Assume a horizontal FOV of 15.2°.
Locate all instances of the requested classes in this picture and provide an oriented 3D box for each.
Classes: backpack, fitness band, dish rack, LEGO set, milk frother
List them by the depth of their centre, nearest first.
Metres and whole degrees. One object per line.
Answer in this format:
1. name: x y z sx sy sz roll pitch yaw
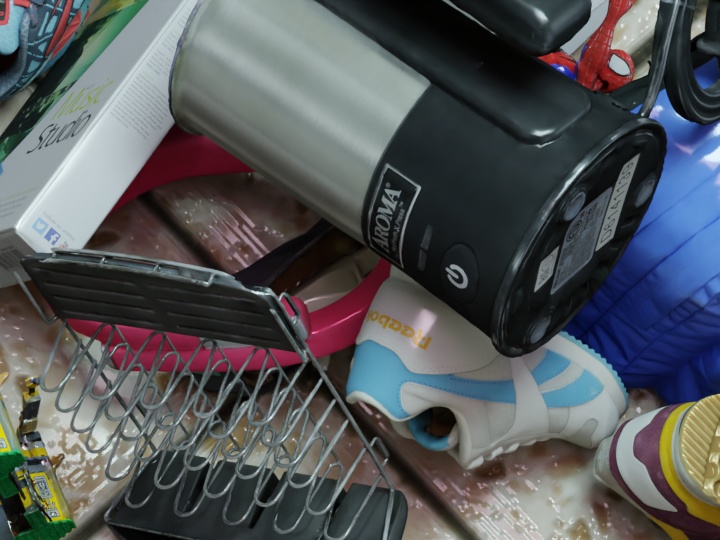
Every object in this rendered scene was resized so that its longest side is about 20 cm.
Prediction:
1. milk frother: 0.057 -0.097 1.174 0.188 0.181 0.200 36 34 21
2. dish rack: -0.071 0.065 1.208 0.153 0.200 0.055 6 56 28
3. LEGO set: -0.216 0.072 1.216 0.153 0.200 0.116 -25 72 4
4. fitness band: -0.060 -0.016 1.299 0.199 0.037 0.144 -1 48 18
5. backpack: 0.182 -0.028 1.302 0.162 0.200 0.168 -37 79 -21

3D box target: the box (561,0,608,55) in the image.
1. box: 0.093 -0.190 1.380 0.041 0.156 0.200 24 58 42

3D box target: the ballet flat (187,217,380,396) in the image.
1. ballet flat: 0.000 0.000 1.329 0.200 0.073 0.073 -33 78 -18

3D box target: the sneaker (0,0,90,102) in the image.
1. sneaker: -0.156 -0.143 1.284 0.079 0.200 0.096 30 40 0

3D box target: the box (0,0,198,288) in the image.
1. box: -0.127 -0.077 1.300 0.036 0.144 0.200 44 65 -19

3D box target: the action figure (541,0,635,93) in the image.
1. action figure: 0.057 -0.114 1.303 0.199 0.099 0.065 -2 32 -33

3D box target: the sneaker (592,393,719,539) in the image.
1. sneaker: 0.208 0.117 1.325 0.200 0.090 0.075 31 65 -25

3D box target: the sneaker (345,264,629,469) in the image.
1. sneaker: 0.058 0.053 1.275 0.076 0.200 0.081 24 86 37
